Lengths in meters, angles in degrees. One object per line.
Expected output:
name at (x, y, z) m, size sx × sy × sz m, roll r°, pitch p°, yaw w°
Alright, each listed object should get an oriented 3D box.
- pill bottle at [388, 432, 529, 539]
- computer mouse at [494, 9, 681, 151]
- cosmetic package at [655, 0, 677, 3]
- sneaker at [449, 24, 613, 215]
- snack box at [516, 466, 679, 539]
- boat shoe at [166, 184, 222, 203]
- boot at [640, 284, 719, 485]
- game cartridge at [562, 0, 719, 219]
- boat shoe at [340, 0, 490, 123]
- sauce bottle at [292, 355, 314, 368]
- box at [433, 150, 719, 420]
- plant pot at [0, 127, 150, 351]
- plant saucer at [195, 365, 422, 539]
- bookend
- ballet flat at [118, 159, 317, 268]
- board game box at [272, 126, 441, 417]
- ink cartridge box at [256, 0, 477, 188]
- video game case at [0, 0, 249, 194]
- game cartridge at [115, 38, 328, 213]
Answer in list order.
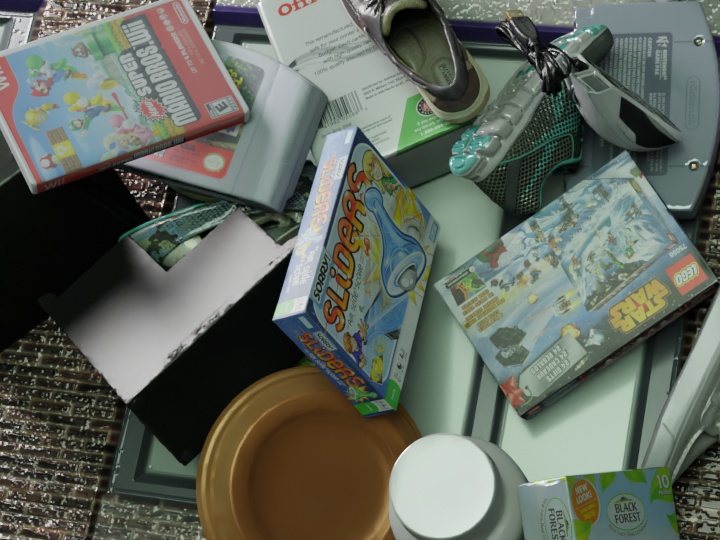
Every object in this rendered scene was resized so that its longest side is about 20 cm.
pill bottle at (0.085, 0.194, 1.587) m, size 0.112 × 0.200 × 0.113 m, roll -5°, pitch 69°, yaw 13°
computer mouse at (0.190, -0.141, 1.664) m, size 0.044 × 0.200 × 0.110 m, roll -52°, pitch 40°, yaw 12°
cosmetic package at (0.227, -0.336, 1.815) m, size 0.200 × 0.085 × 0.108 m, roll 34°, pitch 79°, yaw 25°
sneaker at (0.160, -0.126, 1.730) m, size 0.091 × 0.078 × 0.200 m, roll 48°, pitch 67°, yaw -16°
snack box at (0.193, 0.255, 1.542) m, size 0.053 × 0.142 × 0.201 m, roll -15°, pitch 79°, yaw 39°
boat shoe at (-0.182, -0.133, 1.857) m, size 0.201 × 0.063 × 0.073 m, roll 41°, pitch 84°, yaw 24°
boot at (0.298, 0.110, 1.635) m, size 0.095 × 0.074 × 0.200 m, roll 25°, pitch 89°, yaw 7°
game cartridge at (0.246, -0.138, 1.762) m, size 0.133 × 0.040 × 0.201 m, roll -1°, pitch 70°, yaw 18°
boat shoe at (0.039, -0.213, 1.736) m, size 0.072 × 0.065 × 0.200 m, roll -34°, pitch 65°, yaw 1°
sauce bottle at (-0.022, 0.027, 1.754) m, size 0.065 × 0.065 × 0.200 m, roll 19°, pitch 76°, yaw 21°
box at (0.180, 0.013, 1.698) m, size 0.200 × 0.040 × 0.137 m, roll -35°, pitch 73°, yaw 7°
plant pot at (-0.336, -0.077, 1.815) m, size 0.200 × 0.177 × 0.200 m, roll -36°, pitch 66°, yaw -2°
plant saucer at (-0.033, 0.177, 1.661) m, size 0.200 × 0.037 × 0.201 m, roll 1°, pitch 84°, yaw -15°
bookend at (-0.143, 0.029, 1.732) m, size 0.199 × 0.092 × 0.200 m, roll -43°, pitch 39°, yaw -7°
ballet flat at (-0.119, -0.033, 1.802) m, size 0.200 × 0.074 × 0.074 m, roll -23°, pitch 66°, yaw 7°
board game box at (0.000, 0.000, 1.663) m, size 0.034 × 0.135 × 0.200 m, roll -15°, pitch 44°, yaw 33°
ink cartridge box at (0.011, -0.173, 1.810) m, size 0.146 × 0.083 × 0.200 m, roll -22°, pitch 67°, yaw 6°
video game case at (-0.214, -0.154, 1.742) m, size 0.200 × 0.017 × 0.143 m, roll -21°, pitch 62°, yaw -18°
game cartridge at (-0.132, -0.135, 1.786) m, size 0.200 × 0.041 × 0.133 m, roll 15°, pitch 77°, yaw 27°
